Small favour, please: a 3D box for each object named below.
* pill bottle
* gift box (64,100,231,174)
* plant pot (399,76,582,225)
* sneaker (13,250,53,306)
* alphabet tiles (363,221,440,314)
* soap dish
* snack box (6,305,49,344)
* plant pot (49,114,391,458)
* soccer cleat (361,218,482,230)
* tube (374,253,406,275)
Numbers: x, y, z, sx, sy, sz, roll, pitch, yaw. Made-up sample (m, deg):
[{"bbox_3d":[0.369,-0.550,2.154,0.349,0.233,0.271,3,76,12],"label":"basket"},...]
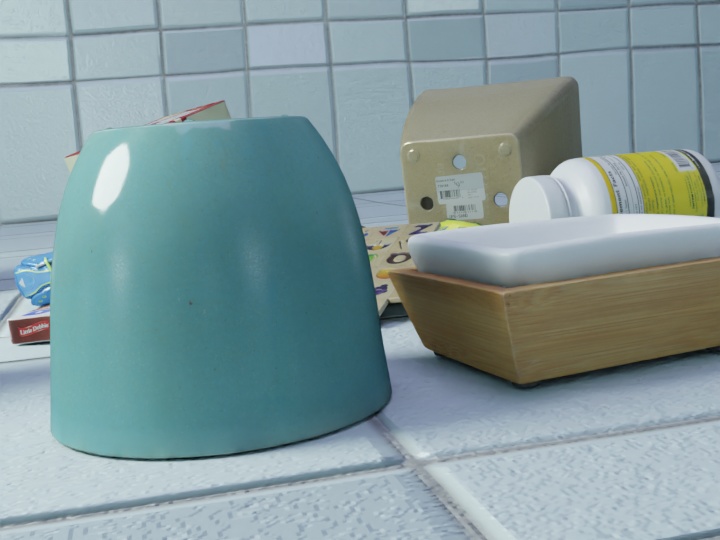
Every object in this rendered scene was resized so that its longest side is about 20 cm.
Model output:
[{"bbox_3d":[0.257,-0.060,1.003,0.196,0.115,0.112,-7,7,-19],"label":"pill bottle"},{"bbox_3d":[-0.218,-0.090,1.208,0.198,0.190,0.183,-27,17,-32],"label":"gift box"},{"bbox_3d":[0.140,-0.097,1.121,0.196,0.204,0.177,-1,17,24],"label":"plant pot"},{"bbox_3d":[-0.294,0.008,1.031,0.104,0.077,0.198,-25,11,-37],"label":"sneaker"},{"bbox_3d":[0.000,0.000,0.880,0.163,0.006,0.200,-4,23,23],"label":"alphabet tiles"},{"bbox_3d":[0.137,0.012,0.634,0.196,0.083,0.157,-8,8,-22],"label":"soap dish"},{"bbox_3d":[-0.193,0.036,0.838,0.196,0.025,0.072,-7,7,12],"label":"snack box"},{"bbox_3d":[-0.085,-0.003,0.567,0.196,0.165,0.201,-4,6,0],"label":"plant pot"},{"bbox_3d":[0.052,-0.008,1.007,0.196,0.066,0.084,-1,36,-9],"label":"soccer cleat"},{"bbox_3d":[0.045,0.003,0.912,0.197,0.053,0.058,-15,-24,-28],"label":"tube"}]
